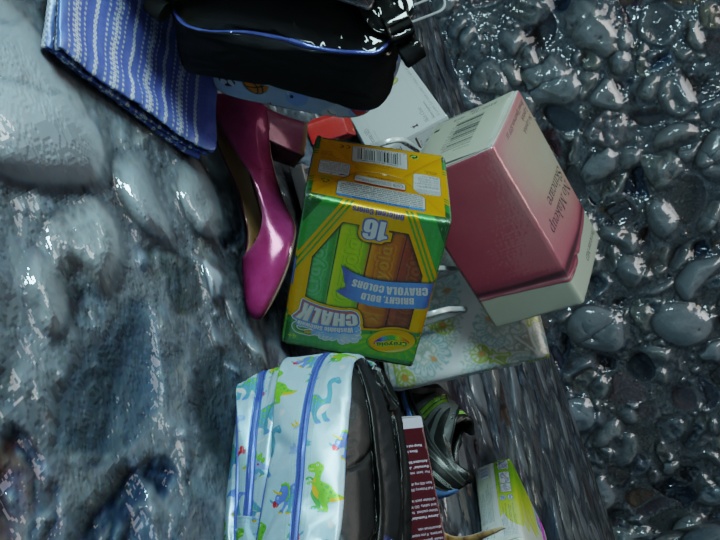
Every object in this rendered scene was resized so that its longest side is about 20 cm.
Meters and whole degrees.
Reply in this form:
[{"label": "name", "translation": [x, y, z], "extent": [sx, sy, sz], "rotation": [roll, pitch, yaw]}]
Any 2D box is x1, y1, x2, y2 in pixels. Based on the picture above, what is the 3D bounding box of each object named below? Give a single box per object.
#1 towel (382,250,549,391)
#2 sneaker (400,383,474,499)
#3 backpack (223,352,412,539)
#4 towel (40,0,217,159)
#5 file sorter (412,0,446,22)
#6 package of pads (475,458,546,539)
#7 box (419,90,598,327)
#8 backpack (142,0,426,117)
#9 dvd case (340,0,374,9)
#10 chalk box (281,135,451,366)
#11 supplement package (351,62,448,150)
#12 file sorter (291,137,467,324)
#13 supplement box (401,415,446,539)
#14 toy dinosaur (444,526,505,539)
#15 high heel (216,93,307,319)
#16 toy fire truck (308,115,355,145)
[{"label": "towel", "translation": [0.109, 0.044, 1.081], "extent": [0.048, 0.200, 0.171], "rotation": [40, 37, -71]}, {"label": "sneaker", "translation": [0.098, 0.179, 1.108], "extent": [0.071, 0.083, 0.200], "rotation": [49, 28, -56]}, {"label": "backpack", "translation": [-0.025, 0.155, 0.639], "extent": [0.163, 0.154, 0.200], "rotation": [43, 54, -57]}, {"label": "towel", "translation": [-0.155, -0.183, 0.669], "extent": [0.200, 0.024, 0.145], "rotation": [36, 55, -65]}, {"label": "file sorter", "translation": [0.081, -0.617, 1.843], "extent": [0.200, 0.124, 0.139], "rotation": [43, 32, -60]}, {"label": "package of pads", "translation": [0.236, 0.410, 1.368], "extent": [0.155, 0.068, 0.200], "rotation": [-89, 155, -53]}, {"label": "box", "translation": [0.153, -0.063, 0.945], "extent": [0.200, 0.109, 0.128], "rotation": [55, 37, -22]}, {"label": "backpack", "translation": [-0.040, -0.223, 0.701], "extent": [0.154, 0.200, 0.191], "rotation": [106, -2, -69]}, {"label": "dvd case", "translation": [-0.069, -0.263, 0.626], "extent": [0.016, 0.200, 0.149], "rotation": [111, -3, -56]}, {"label": "chalk box", "translation": [0.000, 0.000, 0.821], "extent": [0.124, 0.125, 0.200], "rotation": [-86, -175, -58]}, {"label": "supplement package", "translation": [0.065, -0.174, 1.238], "extent": [0.156, 0.111, 0.200], "rotation": [58, 5, -39]}, {"label": "file sorter", "translation": [0.027, -0.028, 0.989], "extent": [0.139, 0.124, 0.200], "rotation": [7, 67, -72]}, {"label": "supplement box", "translation": [0.027, 0.235, 0.758], "extent": [0.109, 0.061, 0.200], "rotation": [124, -41, -60]}, {"label": "toy dinosaur", "translation": [0.043, 0.228, 0.840], "extent": [0.200, 0.060, 0.106], "rotation": [36, -43, 45]}, {"label": "high heel", "translation": [-0.105, -0.058, 0.773], "extent": [0.096, 0.067, 0.200], "rotation": [15, 60, -19]}, {"label": "toy fire truck", "translation": [-0.041, -0.242, 1.150], "extent": [0.200, 0.049, 0.141], "rotation": [-61, 132, -70]}]
